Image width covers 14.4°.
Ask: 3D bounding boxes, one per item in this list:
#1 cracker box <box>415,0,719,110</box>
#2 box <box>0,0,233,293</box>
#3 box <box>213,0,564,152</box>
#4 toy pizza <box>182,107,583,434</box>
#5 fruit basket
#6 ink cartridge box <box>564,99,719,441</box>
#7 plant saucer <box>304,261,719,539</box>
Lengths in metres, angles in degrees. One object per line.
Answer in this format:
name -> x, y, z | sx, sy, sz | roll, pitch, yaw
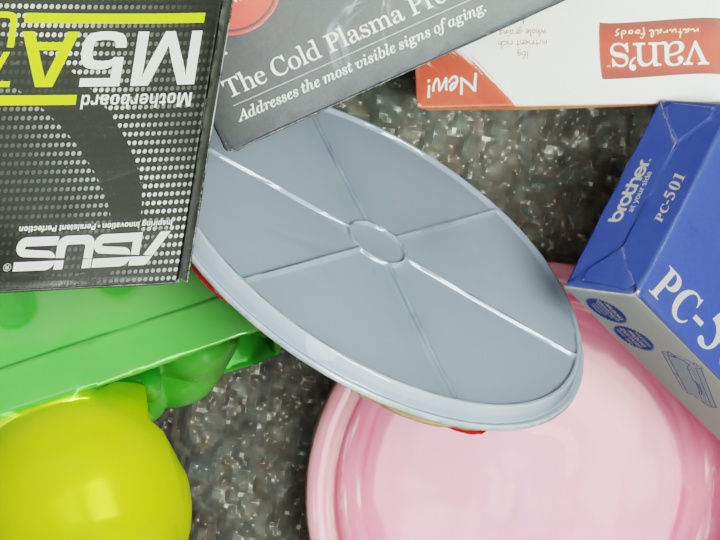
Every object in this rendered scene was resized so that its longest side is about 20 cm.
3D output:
cracker box -> 0.089, -0.169, 1.199 | 0.133, 0.058, 0.201 | -1, 97, 15
box -> -0.139, -0.086, 0.996 | 0.199, 0.047, 0.194 | -2, 111, -34
box -> -0.002, -0.176, 1.096 | 0.199, 0.104, 0.183 | -25, 107, 5
toy pizza -> 0.000, 0.000, 1.148 | 0.200, 0.200, 0.032 | 28, 118, -9
fruit basket -> -0.123, 0.069, 1.171 | 0.215, 0.156, 0.217 | 0, 82, -2
ink cartridge box -> 0.174, 0.024, 1.202 | 0.200, 0.044, 0.094 | 43, 67, -36
plant saucer -> 0.073, 0.095, 1.251 | 0.200, 0.051, 0.201 | -1, 96, -6
